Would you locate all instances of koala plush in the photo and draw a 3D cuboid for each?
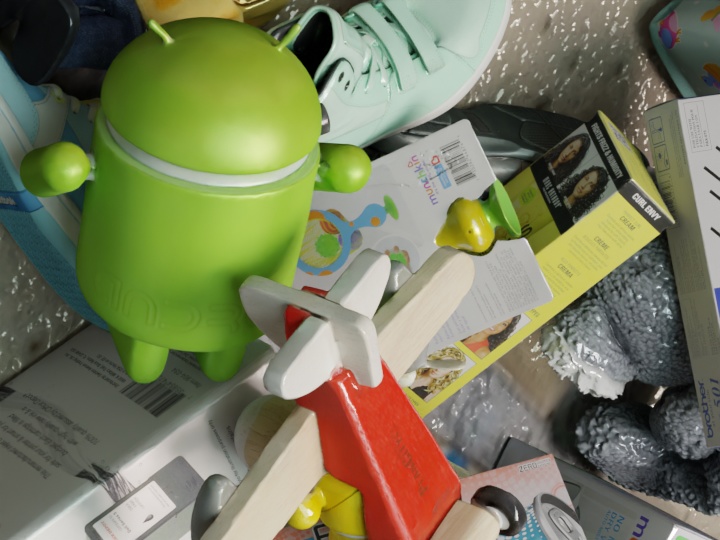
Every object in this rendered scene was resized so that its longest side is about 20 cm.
[{"bbox_3d":[0.202,0.038,1.726,0.178,0.183,0.200,-51,125,-10],"label":"koala plush"}]

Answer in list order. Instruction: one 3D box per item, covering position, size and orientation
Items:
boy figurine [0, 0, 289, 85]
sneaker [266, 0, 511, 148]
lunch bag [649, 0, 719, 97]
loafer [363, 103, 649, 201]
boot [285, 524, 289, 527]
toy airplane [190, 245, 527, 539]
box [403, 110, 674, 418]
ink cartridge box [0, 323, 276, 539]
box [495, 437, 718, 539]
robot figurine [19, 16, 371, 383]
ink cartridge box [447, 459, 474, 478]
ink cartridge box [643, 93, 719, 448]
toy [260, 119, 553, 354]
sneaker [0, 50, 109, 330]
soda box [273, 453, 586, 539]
[{"bbox_3d":[-0.106,-0.144,1.532,0.199,0.125,0.064,-12,154,-44],"label":"boy figurine"},{"bbox_3d":[0.011,-0.123,1.583,0.200,0.074,0.118,-39,165,-16],"label":"sneaker"},{"bbox_3d":[0.297,-0.102,1.754,0.122,0.170,0.201,-46,123,-24],"label":"lunch bag"},{"bbox_3d":[0.077,-0.061,1.703,0.199,0.072,0.063,8,120,-26],"label":"loafer"},{"bbox_3d":[-0.064,0.212,1.607,0.072,0.200,0.155,39,81,-39],"label":"boot"},{"bbox_3d":[-0.017,0.081,1.457,0.199,0.141,0.201,6,87,-46],"label":"toy airplane"},{"bbox_3d":[0.084,-0.001,1.663,0.200,0.075,0.050,-38,128,16],"label":"box"},{"bbox_3d":[-0.143,0.109,1.558,0.200,0.145,0.084,-36,121,-18],"label":"ink cartridge box"},{"bbox_3d":[0.131,0.232,1.748,0.096,0.176,0.201,26,91,-35],"label":"box"},{"bbox_3d":[-0.083,-0.041,1.460,0.174,0.116,0.201,0,125,-18],"label":"robot figurine"},{"bbox_3d":[0.004,0.205,1.678,0.087,0.145,0.200,43,79,-35],"label":"ink cartridge box"},{"bbox_3d":[0.231,-0.004,1.653,0.093,0.044,0.202,-8,87,-24],"label":"ink cartridge box"},{"bbox_3d":[0.000,0.000,1.630,0.199,0.047,0.116,-23,102,18],"label":"toy"},{"bbox_3d":[-0.148,-0.080,1.546,0.131,0.079,0.201,-44,123,-20],"label":"sneaker"},{"bbox_3d":[0.021,0.165,1.556,0.199,0.069,0.064,-15,154,-13],"label":"soda box"}]
